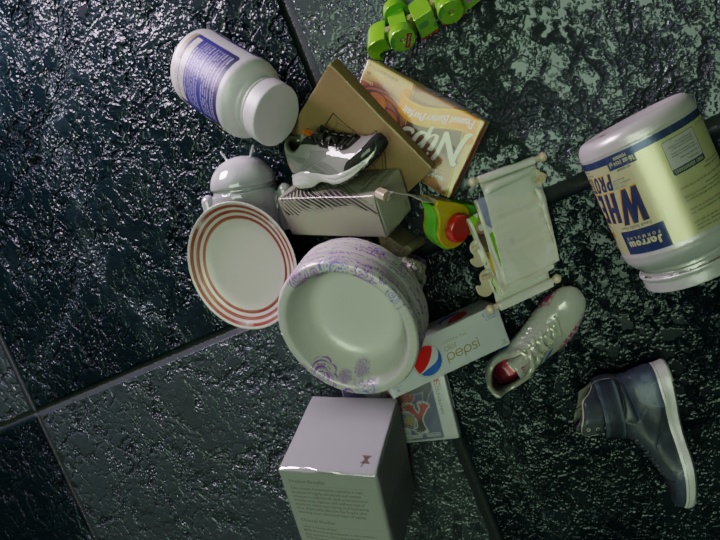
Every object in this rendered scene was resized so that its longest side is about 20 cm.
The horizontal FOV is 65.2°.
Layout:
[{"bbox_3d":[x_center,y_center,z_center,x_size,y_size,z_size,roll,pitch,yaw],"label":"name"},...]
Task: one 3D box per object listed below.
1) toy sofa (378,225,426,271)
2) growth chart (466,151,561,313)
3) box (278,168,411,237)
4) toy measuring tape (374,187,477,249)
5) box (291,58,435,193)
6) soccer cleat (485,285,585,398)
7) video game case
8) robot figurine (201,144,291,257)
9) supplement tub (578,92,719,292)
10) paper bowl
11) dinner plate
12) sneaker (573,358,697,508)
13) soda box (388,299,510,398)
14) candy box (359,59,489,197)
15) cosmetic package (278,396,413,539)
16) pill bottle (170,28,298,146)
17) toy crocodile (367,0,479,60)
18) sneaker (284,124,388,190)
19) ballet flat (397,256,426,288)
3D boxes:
[{"bbox_3d":[0.035,0.034,0.897,0.096,0.082,0.204,33,112,13],"label":"toy sofa"},{"bbox_3d":[0.217,-0.051,0.803,0.139,0.018,0.208,-13,98,-7],"label":"growth chart"},{"bbox_3d":[-0.027,-0.101,0.850,0.195,0.082,0.070,3,127,39],"label":"box"},{"bbox_3d":[0.097,-0.070,0.803,0.073,0.194,0.077,-7,81,54],"label":"toy measuring tape"},{"bbox_3d":[-0.003,-0.183,0.830,0.200,0.021,0.163,45,145,-6],"label":"box"},{"bbox_3d":[0.258,0.113,0.829,0.069,0.086,0.202,39,113,7],"label":"soccer cleat"},{"bbox_3d":[0.059,0.207,0.966,0.193,0.023,0.189,-12,99,24],"label":"video game case"},{"bbox_3d":[-0.185,-0.098,0.932,0.163,0.113,0.208,-7,101,13],"label":"robot figurine"},{"bbox_3d":[0.375,-0.094,0.699,0.142,0.145,0.205,-25,94,24],"label":"supplement tub"},{"bbox_3d":[-0.005,0.053,0.750,0.193,0.105,0.207,10,122,16],"label":"paper bowl"},{"bbox_3d":[-0.183,-0.007,0.882,0.192,0.024,0.208,6,108,18],"label":"dinner plate"},{"bbox_3d":[0.389,0.245,0.810,0.141,0.077,0.210,-16,88,12],"label":"sneaker"},{"bbox_3d":[0.120,0.114,0.847,0.194,0.068,0.066,-23,96,-5],"label":"soda box"},{"bbox_3d":[0.078,-0.211,0.832,0.196,0.055,0.118,31,115,11],"label":"candy box"},{"bbox_3d":[-0.012,0.344,0.926,0.161,0.167,0.207,-3,117,19],"label":"cosmetic package"},{"bbox_3d":[-0.189,-0.275,0.858,0.198,0.118,0.123,36,115,29],"label":"pill bottle"},{"bbox_3d":[0.093,-0.358,0.789,0.194,0.062,0.070,-23,60,19],"label":"toy crocodile"},{"bbox_3d":[-0.044,-0.169,0.803,0.196,0.074,0.081,-1,124,45],"label":"sneaker"},{"bbox_3d":[0.000,0.000,0.824,0.193,0.071,0.075,5,106,24],"label":"ballet flat"}]
